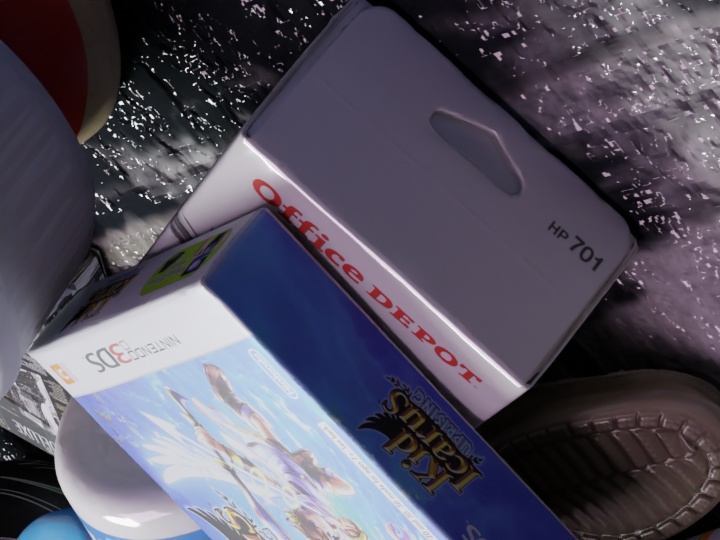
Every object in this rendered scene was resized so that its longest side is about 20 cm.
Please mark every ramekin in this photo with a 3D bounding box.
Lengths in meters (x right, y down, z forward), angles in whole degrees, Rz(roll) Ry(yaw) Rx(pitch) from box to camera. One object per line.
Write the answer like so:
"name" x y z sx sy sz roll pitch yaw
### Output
"ramekin" -0.199 -0.040 1.000 0.202 0.094 0.203 29 150 19

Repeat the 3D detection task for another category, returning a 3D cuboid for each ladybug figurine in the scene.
"ladybug figurine" -0.170 -0.109 1.042 0.135 0.072 0.200 29 151 21

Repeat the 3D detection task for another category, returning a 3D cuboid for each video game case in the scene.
"video game case" -0.023 0.076 0.971 0.200 0.045 0.181 47 153 -13

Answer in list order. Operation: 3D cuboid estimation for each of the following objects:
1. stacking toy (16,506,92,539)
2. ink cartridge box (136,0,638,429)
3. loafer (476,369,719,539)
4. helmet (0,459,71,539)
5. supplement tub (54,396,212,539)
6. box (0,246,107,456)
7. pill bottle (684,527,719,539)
"stacking toy" -0.105 0.220 1.319 0.116 0.109 0.201 -11 91 57
"ink cartridge box" 0.000 0.000 0.972 0.146 0.086 0.200 42 155 -2
"loafer" 0.080 0.077 1.007 0.200 0.068 0.076 -23 118 43
"helmet" -0.196 0.213 1.430 0.190 0.201 0.200 -3 146 0
"supplement tub" -0.056 0.132 1.192 0.132 0.132 0.201 16 143 40
"box" -0.211 0.019 1.314 0.199 0.050 0.158 25 150 29
"pill bottle" 0.126 0.169 0.973 0.199 0.109 0.109 -25 115 30
